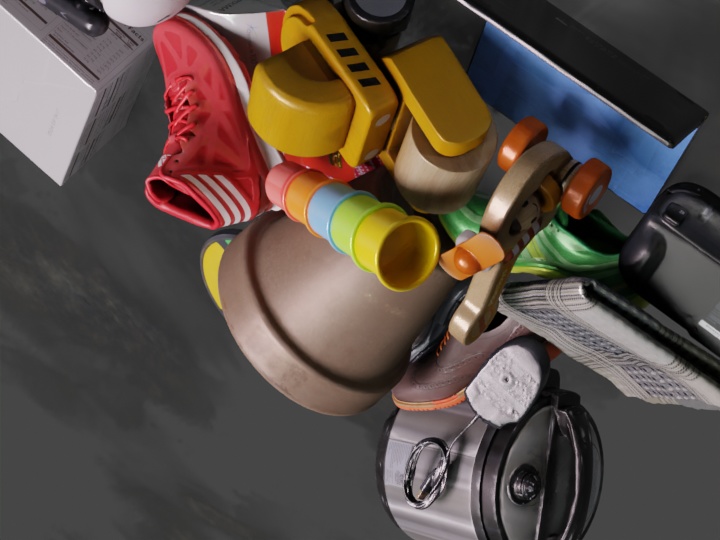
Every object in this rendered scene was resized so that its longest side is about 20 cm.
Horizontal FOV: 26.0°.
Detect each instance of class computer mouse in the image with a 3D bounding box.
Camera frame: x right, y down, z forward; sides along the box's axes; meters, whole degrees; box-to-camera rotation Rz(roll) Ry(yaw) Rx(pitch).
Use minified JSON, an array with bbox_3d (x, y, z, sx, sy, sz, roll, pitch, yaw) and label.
[{"bbox_3d":[0.102,0.136,1.394,0.059,0.034,0.200,44,113,11],"label":"computer mouse"}]

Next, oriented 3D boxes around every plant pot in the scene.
[{"bbox_3d":[0.000,0.000,1.372,0.200,0.200,0.174,45,126,-5],"label":"plant pot"}]

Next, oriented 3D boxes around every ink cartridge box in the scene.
[{"bbox_3d":[-0.096,-0.162,1.406,0.199,0.047,0.161,24,134,36],"label":"ink cartridge box"}]

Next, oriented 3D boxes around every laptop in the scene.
[{"bbox_3d":[0.146,-0.119,1.158,0.187,0.200,0.116,36,115,10],"label":"laptop"}]

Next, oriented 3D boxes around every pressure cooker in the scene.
[{"bbox_3d":[0.135,0.194,1.482,0.199,0.179,0.177,6,131,46],"label":"pressure cooker"}]

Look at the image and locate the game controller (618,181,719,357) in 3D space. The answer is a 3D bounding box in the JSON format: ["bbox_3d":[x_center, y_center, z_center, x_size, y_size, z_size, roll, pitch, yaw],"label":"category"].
[{"bbox_3d":[0.296,0.021,1.199,0.199,0.042,0.105,37,130,6],"label":"game controller"}]

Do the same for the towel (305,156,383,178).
[{"bbox_3d":[-0.003,-0.105,1.428,0.199,0.023,0.145,2,131,47],"label":"towel"}]

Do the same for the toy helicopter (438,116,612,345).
[{"bbox_3d":[0.107,-0.013,1.207,0.079,0.132,0.201,35,133,18],"label":"toy helicopter"}]

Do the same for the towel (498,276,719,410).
[{"bbox_3d":[0.211,0.066,1.285,0.199,0.035,0.192,31,167,-17],"label":"towel"}]

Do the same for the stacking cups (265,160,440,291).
[{"bbox_3d":[-0.014,-0.040,1.260,0.200,0.060,0.061,28,150,54],"label":"stacking cups"}]

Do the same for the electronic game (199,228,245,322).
[{"bbox_3d":[-0.093,0.036,1.681,0.199,0.042,0.201,29,146,22],"label":"electronic game"}]

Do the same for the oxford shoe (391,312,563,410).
[{"bbox_3d":[0.097,0.067,1.435,0.199,0.071,0.073,-29,119,31],"label":"oxford shoe"}]

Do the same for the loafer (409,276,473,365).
[{"bbox_3d":[0.069,0.037,1.489,0.063,0.072,0.200,58,148,19],"label":"loafer"}]

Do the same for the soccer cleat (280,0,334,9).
[{"bbox_3d":[-0.090,-0.275,1.261,0.067,0.081,0.201,0,129,48],"label":"soccer cleat"}]

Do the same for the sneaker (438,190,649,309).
[{"bbox_3d":[0.159,-0.034,1.295,0.199,0.074,0.084,21,128,24],"label":"sneaker"}]

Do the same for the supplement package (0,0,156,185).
[{"bbox_3d":[-0.303,-0.210,1.552,0.156,0.111,0.200,42,148,1],"label":"supplement package"}]

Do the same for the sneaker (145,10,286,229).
[{"bbox_3d":[-0.148,-0.128,1.347,0.201,0.115,0.078,57,142,10],"label":"sneaker"}]

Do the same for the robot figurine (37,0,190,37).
[{"bbox_3d":[-0.223,-0.298,1.348,0.199,0.125,0.151,36,151,11],"label":"robot figurine"}]

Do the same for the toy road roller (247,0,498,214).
[{"bbox_3d":[0.000,-0.126,1.235,0.201,0.145,0.123,56,160,15],"label":"toy road roller"}]
